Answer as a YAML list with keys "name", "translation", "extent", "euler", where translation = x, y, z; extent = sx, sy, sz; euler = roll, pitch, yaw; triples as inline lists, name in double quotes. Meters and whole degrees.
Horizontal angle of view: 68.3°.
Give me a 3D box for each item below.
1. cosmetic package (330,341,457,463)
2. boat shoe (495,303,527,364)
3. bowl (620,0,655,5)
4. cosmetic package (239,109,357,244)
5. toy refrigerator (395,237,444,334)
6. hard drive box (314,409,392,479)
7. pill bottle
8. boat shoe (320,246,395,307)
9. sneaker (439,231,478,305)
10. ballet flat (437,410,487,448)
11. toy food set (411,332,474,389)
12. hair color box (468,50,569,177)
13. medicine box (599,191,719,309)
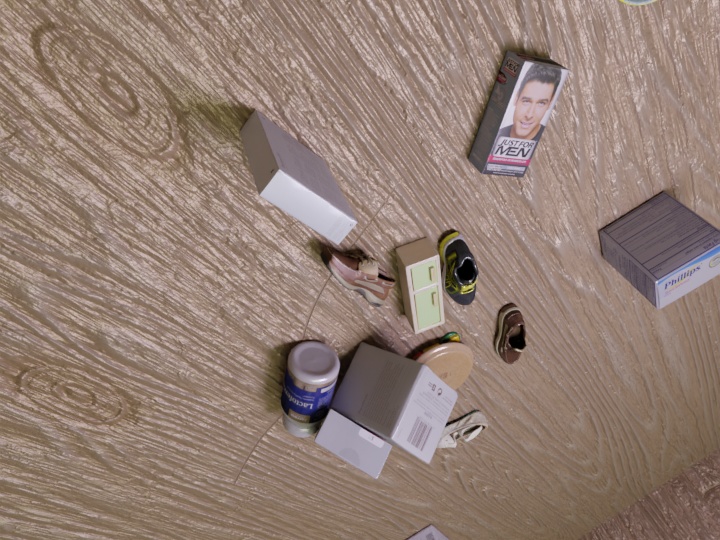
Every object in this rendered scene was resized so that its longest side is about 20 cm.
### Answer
- name: "cosmetic package"
  translation: [0.075, 0.290, 1.183]
  extent: [0.167, 0.197, 0.169]
  euler: [43, 68, -41]
- name: "boat shoe"
  translation: [0.387, 0.182, 1.350]
  extent: [0.073, 0.075, 0.205]
  euler: [-22, 132, -4]
- name: "bowl"
  translation: [0.411, -0.514, 0.781]
  extent: [0.195, 0.109, 0.204]
  euler: [-12, 131, -14]
- name: "cosmetic package"
  translation: [-0.098, -0.143, 0.799]
  extent: [0.052, 0.202, 0.150]
  euler: [-44, 130, 16]
- name: "toy refrigerator"
  translation: [0.130, 0.038, 1.130]
  extent: [0.074, 0.071, 0.203]
  euler: [-18, 131, -7]
- name: "hard drive box"
  translation: [-0.022, 0.385, 1.193]
  extent: [0.078, 0.154, 0.200]
  euler: [-59, 177, -14]
- name: "pill bottle"
  translation: [-0.117, 0.268, 1.177]
  extent: [0.113, 0.117, 0.204]
  euler: [-2, 127, -21]
- name: "boat shoe"
  translation: [0.000, 0.000, 1.049]
  extent: [0.074, 0.076, 0.199]
  euler: [-45, 138, 9]
- name: "sneaker"
  translation: [0.215, 0.016, 1.138]
  extent: [0.073, 0.085, 0.202]
  euler: [-25, 132, 0]
- name: "ballet flat"
  translation: [0.281, 0.478, 1.550]
  extent: [0.197, 0.063, 0.068]
  euler: [-30, 132, 2]
- name: "toy food set"
  translation: [0.201, 0.251, 1.345]
  extent: [0.194, 0.049, 0.202]
  euler: [-25, 132, -3]
- name: "hair color box"
  translation: [0.278, -0.274, 0.949]
  extent: [0.097, 0.061, 0.204]
  euler: [0, 126, -22]
- name: "medicine box"
  translation: [0.684, -0.049, 1.206]
  extent: [0.180, 0.202, 0.104]
  euler: [-31, 133, 4]
